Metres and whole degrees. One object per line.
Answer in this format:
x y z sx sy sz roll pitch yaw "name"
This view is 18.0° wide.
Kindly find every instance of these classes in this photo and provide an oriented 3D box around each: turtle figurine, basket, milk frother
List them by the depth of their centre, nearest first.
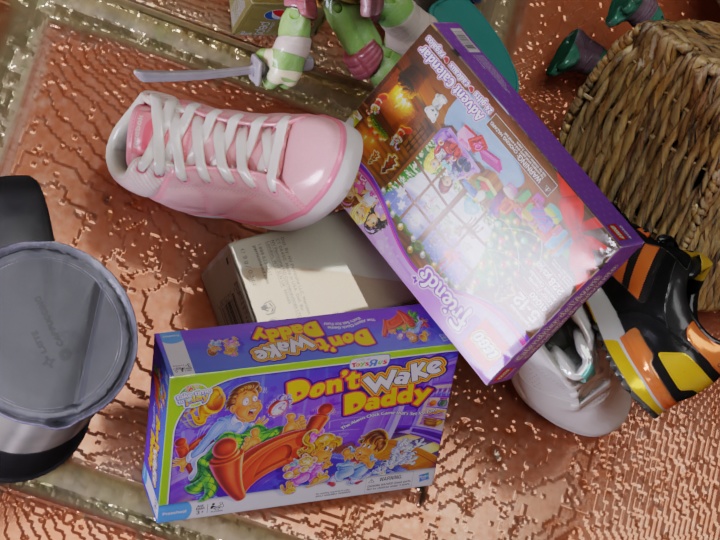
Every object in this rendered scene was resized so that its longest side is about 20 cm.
-0.265 0.052 1.445 0.200 0.188 0.181 -25 82 -21 "milk frother"
-0.047 -0.179 1.554 0.200 0.144 0.194 -47 125 4 "turtle figurine"
0.234 -0.078 1.632 0.149 0.200 0.143 -9 39 -47 "basket"
0.245 -0.121 1.696 0.200 0.101 0.150 39 108 -13 "turtle figurine"

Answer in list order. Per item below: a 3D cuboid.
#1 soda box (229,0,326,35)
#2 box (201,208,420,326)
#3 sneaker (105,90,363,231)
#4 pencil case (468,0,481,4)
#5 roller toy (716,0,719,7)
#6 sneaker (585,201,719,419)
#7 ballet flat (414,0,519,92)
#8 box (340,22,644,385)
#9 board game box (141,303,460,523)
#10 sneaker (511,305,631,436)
-0.064 -0.275 1.665 0.068 0.064 0.201 -1 75 -17 "soda box"
0.000 0.000 1.589 0.199 0.095 0.078 -17 81 -19 "box"
-0.095 -0.076 1.515 0.104 0.200 0.076 22 75 -39 "sneaker"
0.138 -0.281 1.715 0.200 0.078 0.089 -35 51 -22 "pencil case"
0.361 -0.233 1.721 0.182 0.140 0.200 9 52 -30 "roller toy"
0.191 -0.003 1.548 0.090 0.070 0.201 -28 67 12 "sneaker"
0.043 -0.191 1.672 0.073 0.073 0.200 -31 84 -22 "ballet flat"
0.073 -0.045 1.492 0.200 0.137 0.039 51 28 18 "box"
-0.042 0.095 1.526 0.199 0.135 0.045 -6 41 -17 "board game box"
0.143 0.060 1.573 0.075 0.088 0.200 -39 128 -4 "sneaker"
